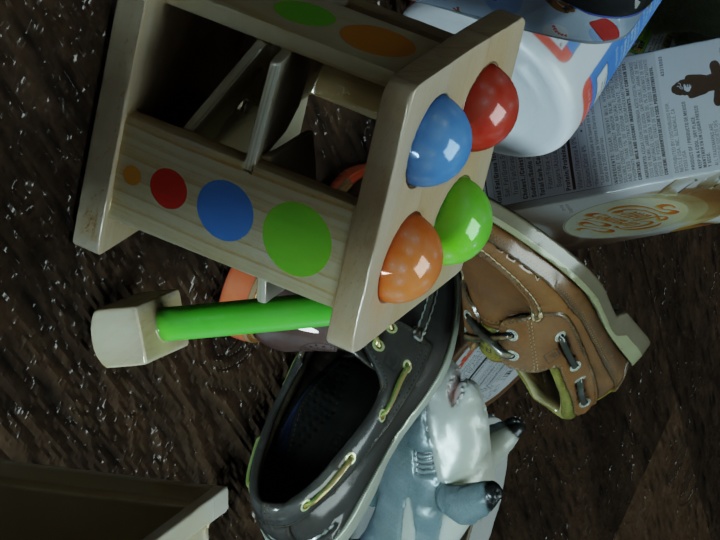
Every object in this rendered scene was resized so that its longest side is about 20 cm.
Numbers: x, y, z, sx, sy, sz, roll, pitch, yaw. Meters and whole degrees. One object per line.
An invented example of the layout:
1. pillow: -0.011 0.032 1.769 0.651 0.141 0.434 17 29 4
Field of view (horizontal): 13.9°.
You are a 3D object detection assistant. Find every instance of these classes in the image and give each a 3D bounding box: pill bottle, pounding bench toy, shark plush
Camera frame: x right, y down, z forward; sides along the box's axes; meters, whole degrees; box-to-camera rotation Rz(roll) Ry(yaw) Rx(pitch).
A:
1. pill bottle: 0.111 -0.167 1.594 0.200 0.112 0.112 -55 158 -30
2. pounding bench toy: -0.026 -0.025 1.298 0.124 0.155 0.201 -36 144 -58
3. shark plush: 0.021 0.133 1.743 0.200 0.083 0.091 -55 -175 40

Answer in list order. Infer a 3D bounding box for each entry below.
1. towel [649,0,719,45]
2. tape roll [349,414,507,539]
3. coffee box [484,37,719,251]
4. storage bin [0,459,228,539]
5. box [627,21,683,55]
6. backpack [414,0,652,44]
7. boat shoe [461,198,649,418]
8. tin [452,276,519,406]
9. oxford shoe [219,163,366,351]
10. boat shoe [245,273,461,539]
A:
1. towel: 0.198 -0.217 1.672 0.036 0.148 0.201 -19 102 -26
2. tape roll: 0.037 0.181 1.910 0.203 0.037 0.203 -56 158 -36
3. coffee box: 0.145 -0.067 1.660 0.114 0.199 0.080 39 43 -70
4. storage bin: -0.175 0.140 1.006 0.200 0.198 0.094 -36 127 -59
5. box: 0.191 -0.211 1.783 0.035 0.110 0.201 82 32 -77
6. backpack: 0.085 -0.211 1.378 0.154 0.199 0.191 93 19 -57
7. boat shoe: 0.092 0.023 1.600 0.068 0.072 0.200 -52 138 -3
8. tin: 0.077 0.040 1.806 0.112 0.042 0.200 -55 165 14
9. oxford shoe: 0.000 0.000 1.537 0.200 0.072 0.072 -39 147 -56
10. boat shoe: -0.002 0.058 1.599 0.202 0.071 0.061 -66 156 -21
